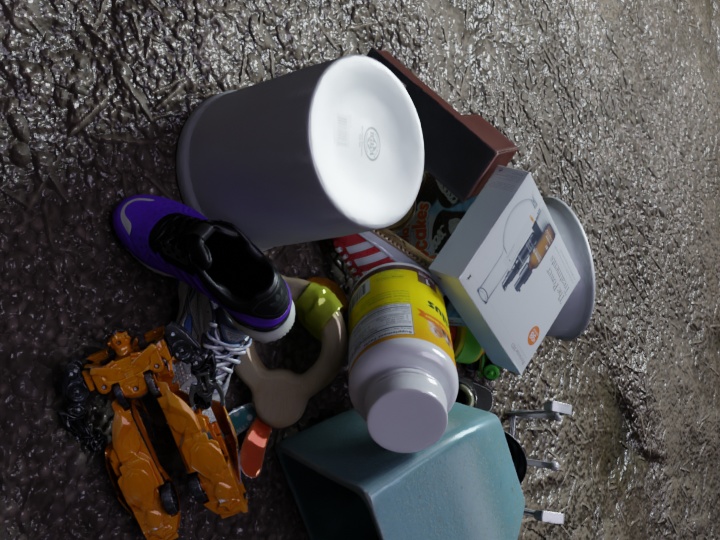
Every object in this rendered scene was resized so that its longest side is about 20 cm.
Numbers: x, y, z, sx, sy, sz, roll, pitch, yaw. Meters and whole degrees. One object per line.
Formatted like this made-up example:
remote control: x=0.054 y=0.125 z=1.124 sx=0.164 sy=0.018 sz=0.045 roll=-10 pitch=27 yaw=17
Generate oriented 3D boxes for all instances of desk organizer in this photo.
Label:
desk organizer: x=0.084 y=-0.175 z=0.977 sx=0.200 sy=0.072 sz=0.077 roll=44 pitch=31 yaw=17

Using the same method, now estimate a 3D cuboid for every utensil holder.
utensil holder: x=-0.058 y=-0.110 z=0.818 sx=0.168 sy=0.198 sz=0.174 roll=5 pitch=83 yaw=-46

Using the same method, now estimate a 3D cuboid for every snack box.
snack box: x=0.098 y=-0.035 z=1.029 sx=0.037 sy=0.114 sz=0.204 roll=32 pitch=64 yaw=-54

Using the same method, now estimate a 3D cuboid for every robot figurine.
robot figurine: x=-0.181 y=0.142 z=0.744 sx=0.143 sy=0.058 sz=0.203 roll=-20 pitch=104 yaw=-5

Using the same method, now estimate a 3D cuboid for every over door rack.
over door rack: x=0.245 y=0.261 z=1.116 sx=0.065 sy=0.200 sz=0.151 roll=8 pitch=77 yaw=-4

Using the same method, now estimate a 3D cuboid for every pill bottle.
pill bottle: x=0.041 y=0.086 z=0.840 sx=0.110 sy=0.108 sz=0.201 roll=55 pitch=17 yaw=-27

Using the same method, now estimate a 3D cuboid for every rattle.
rattle: x=-0.086 y=0.105 z=0.893 sx=0.128 sy=0.143 sz=0.204 roll=12 pitch=93 yaw=-12

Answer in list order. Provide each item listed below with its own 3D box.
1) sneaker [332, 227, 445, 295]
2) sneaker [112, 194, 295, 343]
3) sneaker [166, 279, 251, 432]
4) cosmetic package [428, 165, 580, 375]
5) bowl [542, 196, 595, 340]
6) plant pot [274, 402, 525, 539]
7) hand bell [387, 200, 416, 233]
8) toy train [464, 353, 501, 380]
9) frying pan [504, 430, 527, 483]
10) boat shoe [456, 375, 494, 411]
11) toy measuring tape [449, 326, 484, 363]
sneaker: x=0.000 y=0.000 z=0.961 sx=0.199 sy=0.113 sz=0.071 roll=35 pitch=14 yaw=-7
sneaker: x=-0.141 y=-0.022 z=0.734 sx=0.070 sy=0.198 sz=0.100 roll=-54 pitch=168 yaw=-19
sneaker: x=-0.144 y=0.065 z=0.797 sx=0.076 sy=0.084 sz=0.204 roll=13 pitch=78 yaw=-44
cosmetic package: x=0.174 y=0.004 z=0.962 sx=0.152 sy=0.051 sz=0.200 roll=-53 pitch=134 yaw=-15
bowl: x=0.233 y=0.004 z=1.144 sx=0.089 sy=0.201 sz=0.205 roll=-8 pitch=93 yaw=-15
plant pot: x=0.060 y=0.241 z=0.884 sx=0.198 sy=0.195 sz=0.199 roll=-27 pitch=107 yaw=-28
hand bell: x=0.053 y=-0.143 z=1.033 sx=0.105 sy=0.103 sz=0.201 roll=60 pitch=38 yaw=-23
toy train: x=0.170 y=0.055 z=1.103 sx=0.042 sy=0.055 sz=0.204 roll=-47 pitch=144 yaw=-60
frying pan: x=0.176 y=0.280 z=1.099 sx=0.031 sy=0.113 sz=0.193 roll=-60 pitch=131 yaw=-61
boat shoe: x=0.119 y=0.172 z=1.072 sx=0.199 sy=0.065 sz=0.073 roll=12 pitch=78 yaw=-44
toy measuring tape: x=0.145 y=0.057 z=1.041 sx=0.072 sy=0.202 sz=0.074 roll=16 pitch=39 yaw=-13
